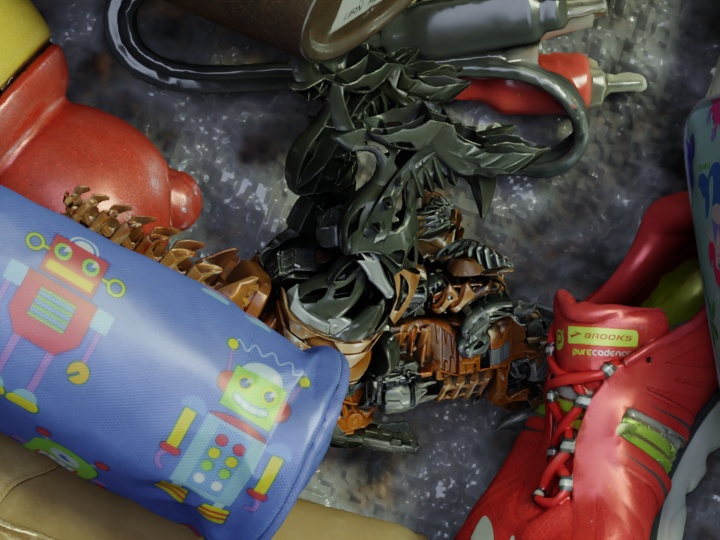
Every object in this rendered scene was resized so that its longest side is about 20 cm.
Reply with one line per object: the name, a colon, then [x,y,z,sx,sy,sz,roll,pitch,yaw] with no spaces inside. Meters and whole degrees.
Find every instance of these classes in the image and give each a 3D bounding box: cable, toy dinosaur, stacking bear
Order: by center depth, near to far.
toy dinosaur: [0.000,0.000,0.987,0.102,0.200,0.136,35,112,39]
stacking bear: [-0.150,-0.062,0.998,0.200,0.114,0.122,40,82,-4]
cable: [0.009,-0.078,1.056,0.199,0.050,0.097,-6,101,6]

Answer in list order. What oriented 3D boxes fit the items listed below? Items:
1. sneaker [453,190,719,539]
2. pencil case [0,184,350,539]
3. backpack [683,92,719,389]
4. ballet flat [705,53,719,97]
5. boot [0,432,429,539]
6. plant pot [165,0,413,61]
sneaker: [0.077,0.049,0.976,0.077,0.085,0.200,9,49,33]
pencil case: [-0.104,0.019,0.923,0.200,0.087,0.078,28,70,-8]
backpack: [0.197,0.007,0.924,0.150,0.178,0.201,-13,90,-16]
ballet flat: [0.161,-0.040,1.047,0.067,0.067,0.200,-21,87,14]
boot: [-0.077,0.137,0.955,0.200,0.066,0.176,23,66,-23]
plant pot: [-0.056,-0.169,0.956,0.200,0.187,0.187,43,81,13]
